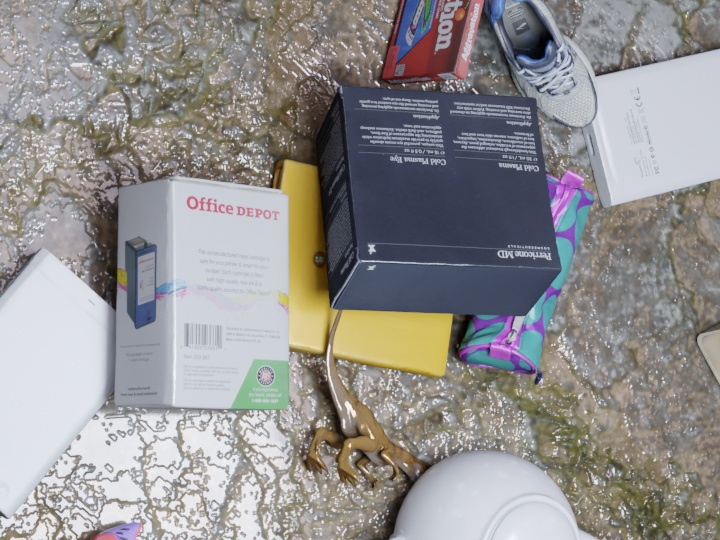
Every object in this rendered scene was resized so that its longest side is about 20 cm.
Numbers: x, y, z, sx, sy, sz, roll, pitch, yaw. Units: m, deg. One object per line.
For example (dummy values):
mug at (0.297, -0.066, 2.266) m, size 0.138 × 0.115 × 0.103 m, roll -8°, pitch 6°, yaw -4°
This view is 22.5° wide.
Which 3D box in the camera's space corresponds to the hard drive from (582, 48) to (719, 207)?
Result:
hard drive at (0.326, -0.152, 1.894) m, size 0.198 × 0.026 × 0.133 m, roll -14°, pitch 90°, yaw -23°

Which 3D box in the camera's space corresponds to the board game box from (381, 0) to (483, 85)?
board game box at (0.084, -0.281, 1.771) m, size 0.019 × 0.102 × 0.202 m, roll 24°, pitch 75°, yaw -41°

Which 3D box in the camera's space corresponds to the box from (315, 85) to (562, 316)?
box at (0.069, -0.063, 1.684) m, size 0.198 × 0.104 × 0.184 m, roll 3°, pitch 62°, yaw -16°

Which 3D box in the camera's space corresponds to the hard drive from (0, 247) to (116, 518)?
hard drive at (-0.299, 0.099, 1.612) m, size 0.132 × 0.026 × 0.201 m, roll 42°, pitch 71°, yaw -12°

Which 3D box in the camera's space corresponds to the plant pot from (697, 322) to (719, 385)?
plant pot at (0.506, 0.097, 1.859) m, size 0.176 × 0.199 × 0.201 m, roll -32°, pitch 96°, yaw -32°

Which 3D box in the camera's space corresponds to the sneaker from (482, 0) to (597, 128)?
sneaker at (0.174, -0.210, 1.783) m, size 0.077 × 0.085 × 0.200 m, roll -30°, pitch 119°, yaw 14°

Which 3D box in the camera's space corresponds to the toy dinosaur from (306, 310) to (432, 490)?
toy dinosaur at (-0.008, 0.144, 1.721) m, size 0.106 × 0.060 × 0.201 m, roll -50°, pitch 115°, yaw -34°

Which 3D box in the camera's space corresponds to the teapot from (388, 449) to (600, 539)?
teapot at (0.132, 0.264, 1.692) m, size 0.200 × 0.146 × 0.198 m, roll -44°, pitch 112°, yaw -22°

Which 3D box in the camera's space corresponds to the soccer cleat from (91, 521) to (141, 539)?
soccer cleat at (-0.184, 0.322, 1.622) m, size 0.073 × 0.068 × 0.201 m, roll -31°, pitch 94°, yaw -26°

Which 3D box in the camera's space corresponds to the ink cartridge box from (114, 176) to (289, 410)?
ink cartridge box at (-0.141, 0.024, 1.635) m, size 0.144 × 0.087 × 0.203 m, roll 5°, pitch 83°, yaw -45°

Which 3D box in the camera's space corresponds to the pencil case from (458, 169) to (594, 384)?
pencil case at (0.165, 0.004, 1.778) m, size 0.084 × 0.092 × 0.202 m, roll 21°, pitch 75°, yaw -6°

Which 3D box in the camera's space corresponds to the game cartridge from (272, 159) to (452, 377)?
game cartridge at (0.000, 0.000, 1.749) m, size 0.198 × 0.032 × 0.178 m, roll 13°, pitch 80°, yaw -22°
